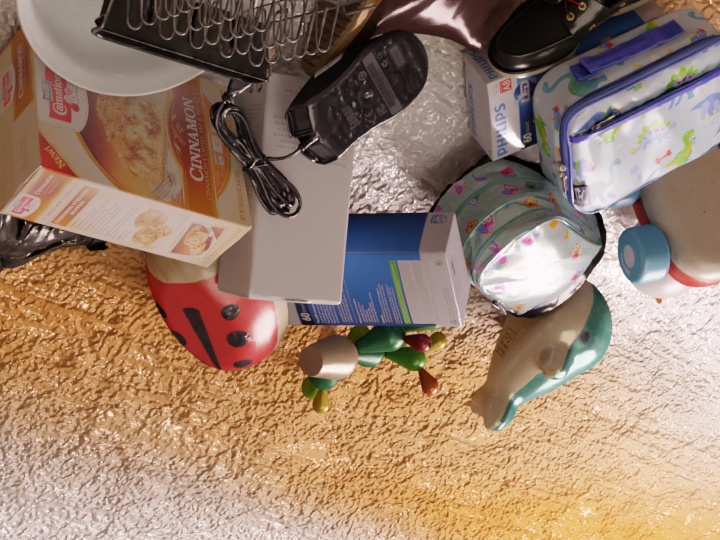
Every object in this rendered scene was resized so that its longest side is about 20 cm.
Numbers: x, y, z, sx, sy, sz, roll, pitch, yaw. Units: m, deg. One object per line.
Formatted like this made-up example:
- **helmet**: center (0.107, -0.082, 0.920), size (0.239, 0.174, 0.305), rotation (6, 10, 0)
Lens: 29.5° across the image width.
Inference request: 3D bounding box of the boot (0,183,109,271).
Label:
- **boot**: center (-0.253, -0.053, 1.193), size (0.172, 0.070, 0.200), rotation (-12, 172, -17)

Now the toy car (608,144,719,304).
- **toy car**: center (0.344, -0.044, 1.544), size (0.182, 0.179, 0.200), rotation (-11, 160, -16)

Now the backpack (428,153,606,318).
- **backpack**: center (0.166, -0.037, 1.431), size (0.167, 0.127, 0.199), rotation (-49, 143, 9)

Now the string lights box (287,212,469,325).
- **string lights box**: center (0.000, 0.000, 1.348), size (0.198, 0.059, 0.103), rotation (0, 135, 17)

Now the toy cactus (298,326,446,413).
- **toy cactus**: center (-0.004, 0.096, 1.425), size (0.199, 0.103, 0.164), rotation (-20, 171, 34)

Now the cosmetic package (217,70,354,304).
- **cosmetic package**: center (-0.066, -0.074, 1.247), size (0.101, 0.074, 0.203), rotation (6, 91, -31)

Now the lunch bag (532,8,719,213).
- **lunch bag**: center (0.268, -0.158, 1.341), size (0.198, 0.083, 0.162), rotation (-25, 140, -10)

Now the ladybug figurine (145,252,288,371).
- **ladybug figurine**: center (-0.142, 0.029, 1.321), size (0.134, 0.072, 0.201), rotation (-1, 134, 26)

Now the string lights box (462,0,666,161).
- **string lights box**: center (0.205, -0.198, 1.371), size (0.198, 0.059, 0.103), rotation (-23, 137, -11)

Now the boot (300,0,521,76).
- **boot**: center (0.055, -0.231, 1.248), size (0.166, 0.072, 0.201), rotation (26, 108, -39)

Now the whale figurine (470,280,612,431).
- **whale figurine**: center (0.208, 0.100, 1.555), size (0.103, 0.159, 0.201), rotation (33, 93, -19)

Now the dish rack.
- **dish rack**: center (-0.090, -0.191, 1.004), size (0.152, 0.199, 0.055), rotation (11, 83, -35)

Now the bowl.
- **bowl**: center (-0.184, -0.247, 1.089), size (0.199, 0.091, 0.203), rotation (-15, 132, -18)

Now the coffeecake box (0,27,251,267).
- **coffeecake box**: center (-0.200, -0.104, 1.146), size (0.199, 0.155, 0.073), rotation (15, 141, -38)

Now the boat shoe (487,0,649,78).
- **boat shoe**: center (0.204, -0.256, 1.304), size (0.200, 0.074, 0.063), rotation (-33, 158, -9)

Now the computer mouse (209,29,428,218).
- **computer mouse**: center (-0.042, -0.157, 1.179), size (0.200, 0.046, 0.141), rotation (-44, 126, -6)
